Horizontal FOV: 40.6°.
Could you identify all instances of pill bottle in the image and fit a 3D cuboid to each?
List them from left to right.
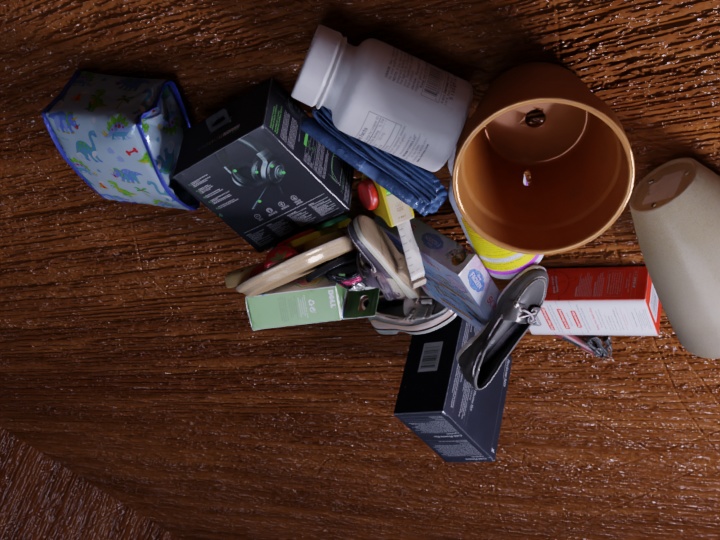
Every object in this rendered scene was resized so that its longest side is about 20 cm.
[{"bbox_3d":[0.024,-0.207,1.152,0.197,0.116,0.115,23,150,-9],"label":"pill bottle"},{"bbox_3d":[0.177,-0.084,1.282,0.102,0.106,0.201,2,147,26],"label":"pill bottle"}]

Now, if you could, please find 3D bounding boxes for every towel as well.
[{"bbox_3d":[0.023,-0.145,1.241,0.198,0.049,0.112,35,-168,7],"label":"towel"}]

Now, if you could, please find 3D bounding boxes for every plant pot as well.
[{"bbox_3d":[0.201,-0.141,1.100,0.195,0.141,0.203,3,130,4],"label":"plant pot"},{"bbox_3d":[0.420,-0.032,1.187,0.186,0.189,0.201,-19,121,47],"label":"plant pot"}]

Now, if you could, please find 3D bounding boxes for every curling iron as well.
[{"bbox_3d":[0.322,0.087,1.572,0.197,0.026,0.050,27,128,-5],"label":"curling iron"}]

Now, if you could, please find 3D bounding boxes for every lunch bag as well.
[{"bbox_3d":[-0.326,-0.173,1.386,0.167,0.129,0.202,9,138,22],"label":"lunch bag"}]

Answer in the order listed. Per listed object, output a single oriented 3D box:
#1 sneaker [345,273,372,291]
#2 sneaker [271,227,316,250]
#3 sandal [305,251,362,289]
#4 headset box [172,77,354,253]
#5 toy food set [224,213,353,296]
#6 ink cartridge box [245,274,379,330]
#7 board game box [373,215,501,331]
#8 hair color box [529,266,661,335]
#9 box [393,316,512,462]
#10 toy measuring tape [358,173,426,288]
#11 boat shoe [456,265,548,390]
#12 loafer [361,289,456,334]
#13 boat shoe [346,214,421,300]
[{"bbox_3d":[-0.028,0.040,1.622,0.074,0.090,0.199,34,145,-24],"label":"sneaker"},{"bbox_3d":[-0.083,-0.055,1.532,0.086,0.076,0.200,5,160,-16],"label":"sneaker"},{"bbox_3d":[0.000,0.000,1.465,0.074,0.046,0.198,-25,171,42],"label":"sandal"},{"bbox_3d":[-0.135,-0.142,1.336,0.172,0.094,0.200,-24,133,31],"label":"headset box"},{"bbox_3d":[-0.093,-0.018,1.400,0.049,0.195,0.200,65,157,2],"label":"toy food set"},{"bbox_3d":[-0.073,0.035,1.523,0.195,0.104,0.061,-7,111,8],"label":"ink cartridge box"},{"bbox_3d":[0.130,0.008,1.430,0.199,0.041,0.200,35,169,44],"label":"board game box"},{"bbox_3d":[0.340,0.047,1.454,0.196,0.062,0.102,-2,145,29],"label":"hair color box"},{"bbox_3d":[0.162,0.196,1.658,0.103,0.203,0.182,-9,141,36],"label":"box"},{"bbox_3d":[0.043,-0.076,1.346,0.073,0.073,0.204,-9,103,39],"label":"toy measuring tape"},{"bbox_3d":[0.205,0.083,1.347,0.066,0.058,0.201,11,127,-34],"label":"boat shoe"},{"bbox_3d":[0.079,0.064,1.625,0.198,0.073,0.063,-14,131,47],"label":"loafer"},{"bbox_3d":[0.025,-0.008,1.389,0.064,0.073,0.200,-25,146,15],"label":"boat shoe"}]
